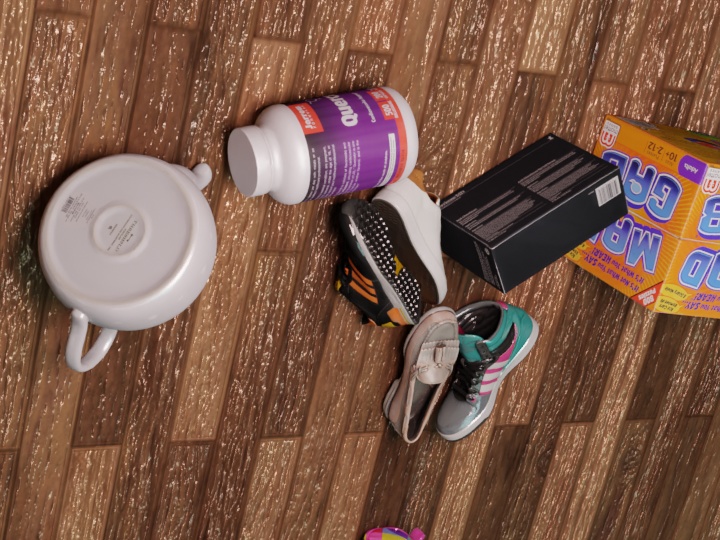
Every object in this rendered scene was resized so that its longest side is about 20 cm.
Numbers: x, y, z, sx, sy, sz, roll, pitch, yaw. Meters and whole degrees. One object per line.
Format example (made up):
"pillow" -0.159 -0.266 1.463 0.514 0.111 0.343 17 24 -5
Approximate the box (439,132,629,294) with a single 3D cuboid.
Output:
"box" 0.209 -0.074 1.771 0.200 0.141 0.079 -32 128 -16

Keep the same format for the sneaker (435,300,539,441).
"sneaker" 0.144 0.119 1.858 0.200 0.084 0.121 -56 134 -7

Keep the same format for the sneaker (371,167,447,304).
"sneaker" 0.079 -0.042 1.749 0.085 0.073 0.200 -51 143 -28

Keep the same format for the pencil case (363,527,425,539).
"pencil case" 0.030 0.448 1.951 0.088 0.088 0.200 1 113 -33

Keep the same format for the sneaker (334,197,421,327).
"sneaker" 0.000 0.000 1.711 0.090 0.070 0.200 -12 132 22

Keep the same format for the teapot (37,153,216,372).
"teapot" -0.239 -0.016 1.510 0.200 0.198 0.146 -18 162 -1

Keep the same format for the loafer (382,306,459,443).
"loafer" 0.086 0.135 1.807 0.072 0.063 0.200 -1 133 -25

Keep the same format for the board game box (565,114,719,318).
"board game box" 0.423 -0.068 1.872 0.200 0.200 0.200 6 109 -34

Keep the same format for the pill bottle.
"pill bottle" -0.042 -0.138 1.596 0.200 0.112 0.113 -13 119 -27
